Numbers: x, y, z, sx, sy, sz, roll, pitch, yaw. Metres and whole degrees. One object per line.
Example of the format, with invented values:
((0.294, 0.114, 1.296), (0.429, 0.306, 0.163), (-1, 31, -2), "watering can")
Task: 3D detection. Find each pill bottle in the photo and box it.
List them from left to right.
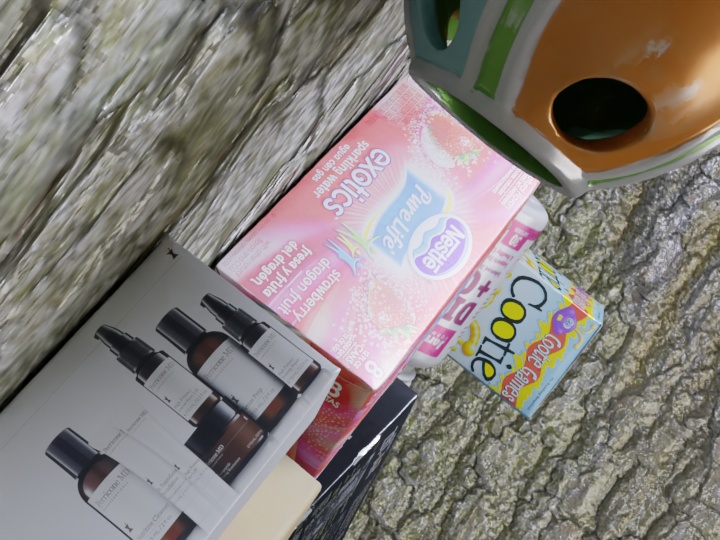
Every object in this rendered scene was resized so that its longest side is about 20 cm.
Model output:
((0.045, 0.003, 1.150), (0.200, 0.113, 0.113), (-54, 176, 13), "pill bottle")

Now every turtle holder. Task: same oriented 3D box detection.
((0.072, -0.108, 0.513), (0.132, 0.185, 0.141), (-53, 144, 2), "turtle holder")

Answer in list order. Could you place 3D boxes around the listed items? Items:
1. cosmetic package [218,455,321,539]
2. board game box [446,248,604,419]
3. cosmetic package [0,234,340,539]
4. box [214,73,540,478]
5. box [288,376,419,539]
((-0.103, 0.123, 0.594), (0.071, 0.105, 0.200), (-55, 177, 27), "cosmetic package")
((0.098, 0.016, 1.257), (0.103, 0.200, 0.105), (-53, 176, 12), "board game box")
((-0.097, 0.086, 0.491), (0.200, 0.082, 0.051), (-51, 173, -31), "cosmetic package")
((0.000, 0.000, 0.750), (0.200, 0.094, 0.103), (-49, 174, -44), "box")
((-0.054, 0.155, 0.816), (0.160, 0.043, 0.200), (-43, 164, -38), "box")
